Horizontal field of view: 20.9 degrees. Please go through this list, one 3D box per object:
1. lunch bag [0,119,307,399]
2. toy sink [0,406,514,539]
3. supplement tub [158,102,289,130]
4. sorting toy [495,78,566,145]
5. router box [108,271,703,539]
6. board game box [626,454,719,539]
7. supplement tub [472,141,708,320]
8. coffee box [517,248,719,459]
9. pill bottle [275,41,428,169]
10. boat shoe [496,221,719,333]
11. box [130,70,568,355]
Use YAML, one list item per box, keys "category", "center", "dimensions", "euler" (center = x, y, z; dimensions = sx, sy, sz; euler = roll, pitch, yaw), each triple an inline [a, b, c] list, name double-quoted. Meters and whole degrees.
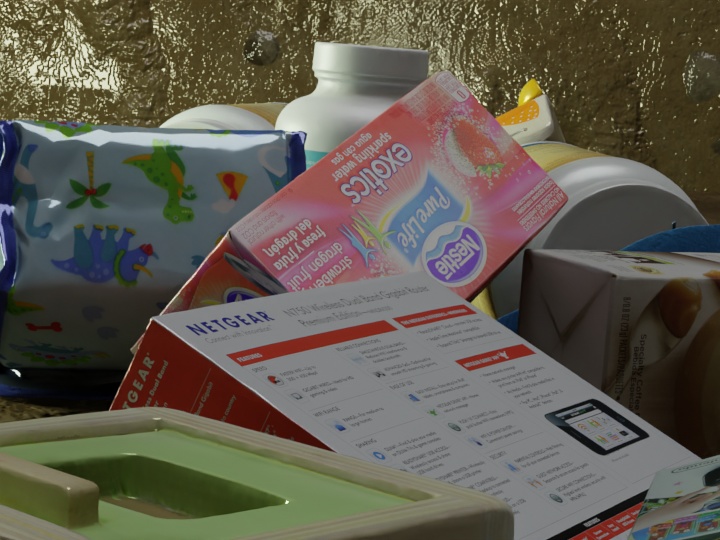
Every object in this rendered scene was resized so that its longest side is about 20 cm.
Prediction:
- category: "lunch bag"
  center: [-0.124, 0.010, 1.074]
  dimensions: [0.169, 0.128, 0.200]
  euler: [3, -22, -13]
- category: "toy sink"
  center: [-0.077, 0.097, 0.441]
  dimensions: [0.130, 0.113, 0.199]
  euler: [10, 9, 41]
- category: "supplement tub"
  center: [-0.095, -0.058, 1.531]
  dimensions: [0.144, 0.145, 0.200]
  euler: [7, 7, 17]
- category: "sorting toy"
  center: [0.076, -0.041, 1.455]
  dimensions: [0.179, 0.200, 0.107]
  euler: [-19, 45, 8]
- category: "router box"
  center: [0.037, 0.073, 0.694]
  dimensions: [0.179, 0.049, 0.200]
  euler: [34, 19, 23]
- category: "board game box"
  center: [0.145, 0.093, 0.529]
  dimensions: [0.147, 0.065, 0.200]
  euler: [-19, 7, 20]
- category: "supplement tub"
  center: [0.141, -0.005, 1.259]
  dimensions: [0.144, 0.146, 0.200]
  euler: [3, 8, -12]
- category: "coffee box"
  center: [0.178, 0.051, 0.963]
  dimensions: [0.199, 0.115, 0.080]
  euler: [0, 8, -30]
- category: "pill bottle"
  center: [-0.001, -0.035, 1.181]
  dimensions: [0.110, 0.201, 0.111]
  euler: [5, 8, -1]
- category: "boat shoe"
  center: [0.153, 0.024, 1.095]
  dimensions: [0.199, 0.085, 0.069]
  euler: [-16, -19, 23]
- category: "box"
  center: [0.000, 0.000, 0.922]
  dimensions: [0.095, 0.103, 0.200]
  euler: [45, 40, 4]
